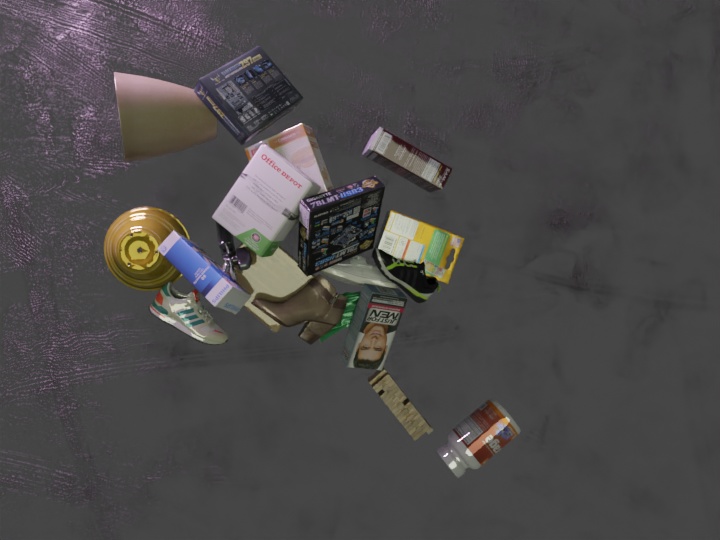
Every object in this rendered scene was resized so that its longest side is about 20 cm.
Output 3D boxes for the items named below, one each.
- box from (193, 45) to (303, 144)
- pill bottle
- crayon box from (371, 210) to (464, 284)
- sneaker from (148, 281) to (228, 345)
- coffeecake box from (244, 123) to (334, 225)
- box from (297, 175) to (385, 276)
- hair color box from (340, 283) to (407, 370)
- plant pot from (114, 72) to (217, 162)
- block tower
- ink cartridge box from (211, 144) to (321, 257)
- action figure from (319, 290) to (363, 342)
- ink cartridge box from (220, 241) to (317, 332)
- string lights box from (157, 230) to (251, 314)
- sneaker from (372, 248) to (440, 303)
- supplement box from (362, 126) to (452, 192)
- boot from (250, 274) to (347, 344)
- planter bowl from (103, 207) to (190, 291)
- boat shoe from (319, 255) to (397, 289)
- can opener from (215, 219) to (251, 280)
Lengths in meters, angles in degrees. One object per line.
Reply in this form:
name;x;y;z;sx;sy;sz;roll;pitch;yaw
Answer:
box;-0.249;-0.399;1.228;0.158;0.051;0.200;48;54;-10
pill bottle;0.297;0.429;1.380;0.200;0.112;0.112;-39;98;-3
crayon box;0.142;-0.057;1.353;0.200;0.052;0.126;20;92;-8
sneaker;-0.393;0.100;1.284;0.200;0.070;0.093;30;96;-6
coffeecake box;-0.157;-0.215;1.259;0.153;0.073;0.200;-20;91;14
box;-0.046;-0.100;1.233;0.200;0.199;0.050;-24;56;-27
hair color box;0.031;0.139;1.313;0.099;0.061;0.200;10;109;-25
plant pot;-0.428;-0.341;1.206;0.200;0.187;0.188;-8;95;-22
block tower;0.100;0.341;1.376;0.058;0.054;0.200;-40;98;-2
ink cartridge box;-0.204;-0.151;1.193;0.146;0.084;0.200;39;100;6
action figure;-0.022;0.092;1.341;0.200;0.055;0.118;-16;95;-9
ink cartridge box;-0.224;0.021;1.298;0.200;0.075;0.165;41;90;-9
string lights box;-0.344;0.006;1.197;0.200;0.103;0.059;40;87;18
sneaker;0.113;-0.004;1.295;0.083;0.072;0.200;-42;120;18
supplement box;0.111;-0.262;1.304;0.200;0.109;0.061;28;90;-9
boot;-0.131;0.072;1.251;0.200;0.070;0.146;37;84;-25
planter bowl;-0.501;-0.047;1.253;0.200;0.083;0.201;-1;95;-8
boat shoe;0.000;0.000;1.332;0.200;0.072;0.069;12;80;-7
can opener;-0.293;-0.056;1.235;0.066;0.200;0.053;-14;136;-14
